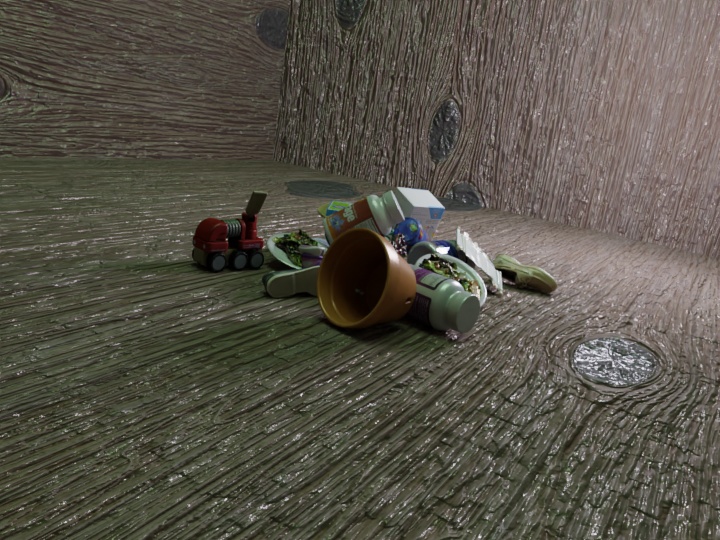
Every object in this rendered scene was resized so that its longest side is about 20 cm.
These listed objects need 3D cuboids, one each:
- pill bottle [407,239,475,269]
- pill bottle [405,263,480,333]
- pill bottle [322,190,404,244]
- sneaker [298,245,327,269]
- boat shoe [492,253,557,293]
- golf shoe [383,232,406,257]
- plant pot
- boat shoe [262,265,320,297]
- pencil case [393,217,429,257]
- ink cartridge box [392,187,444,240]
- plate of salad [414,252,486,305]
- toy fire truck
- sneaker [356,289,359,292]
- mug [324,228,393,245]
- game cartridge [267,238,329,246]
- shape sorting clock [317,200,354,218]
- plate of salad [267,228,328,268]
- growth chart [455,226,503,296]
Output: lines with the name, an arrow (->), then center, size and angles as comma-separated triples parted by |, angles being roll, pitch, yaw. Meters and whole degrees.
pill bottle -> 0.230, -0.026, 1.799 | 0.115, 0.118, 0.198 | 21, 17, 41
pill bottle -> 0.158, 0.064, 1.409 | 0.111, 0.115, 0.198 | -5, 20, -44
pill bottle -> 0.010, -0.126, 1.688 | 0.197, 0.114, 0.112 | -26, 11, 8
sneaker -> -0.090, -0.008, 1.612 | 0.079, 0.090, 0.199 | 2, -5, 28
boat shoe -> 0.472, 0.022, 1.888 | 0.198, 0.072, 0.065 | 25, 55, 26
golf shoe -> 0.054, -0.040, 1.600 | 0.090, 0.074, 0.200 | -7, 10, 17
plant pot -> 0.024, 0.029, 1.346 | 0.198, 0.204, 0.139 | 22, 2, 43
boat shoe -> -0.133, 0.018, 1.494 | 0.197, 0.074, 0.062 | -6, 22, -32
pencil case -> 0.154, -0.074, 1.844 | 0.085, 0.079, 0.200 | -14, -30, 16
ink cartridge box -> 0.166, -0.149, 2.119 | 0.126, 0.203, 0.126 | 0, 33, -29
plate of salad -> 0.229, 0.020, 1.622 | 0.196, 0.049, 0.202 | 13, 41, -12
toy fire truck -> -0.310, -0.105, 1.599 | 0.174, 0.204, 0.128 | -5, 18, -44
sneaker -> 0.000, 0.000, 1.643 | 0.070, 0.074, 0.200 | 17, 16, 18
mug -> 0.003, -0.071, 1.839 | 0.150, 0.117, 0.183 | -6, 19, -44
game cartridge -> -0.155, -0.063, 1.876 | 0.197, 0.041, 0.133 | -2, 14, -35
shape sorting clock -> -0.024, -0.158, 1.843 | 0.196, 0.040, 0.200 | 8, 18, -2
plate of salad -> -0.151, -0.057, 1.725 | 0.196, 0.049, 0.201 | 16, 27, -8
growth chart -> 0.330, -0.031, 1.796 | 0.200, 0.018, 0.145 | 45, 26, -8
